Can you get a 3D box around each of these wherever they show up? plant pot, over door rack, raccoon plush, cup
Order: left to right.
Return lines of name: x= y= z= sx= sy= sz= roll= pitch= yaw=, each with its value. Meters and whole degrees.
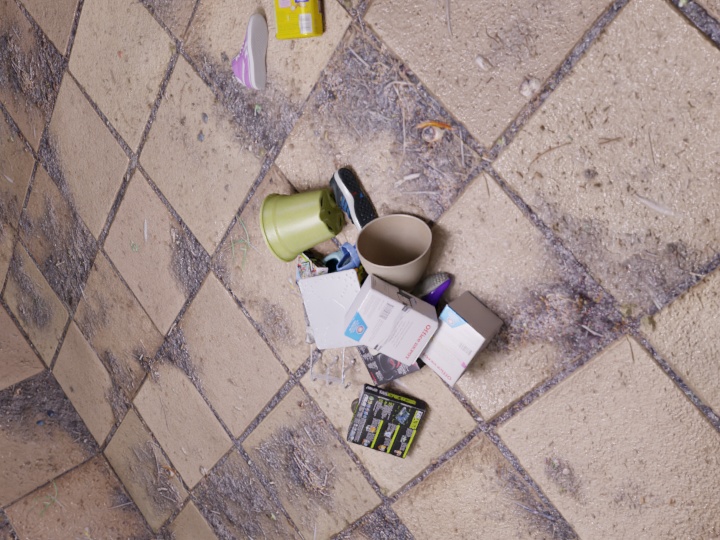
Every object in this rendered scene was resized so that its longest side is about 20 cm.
plant pot: x=-0.154 y=-0.142 z=1.702 sx=0.180 sy=0.200 sz=0.205 roll=-13 pitch=98 yaw=27
raccoon plush: x=-0.139 y=0.135 z=1.812 sx=0.200 sy=0.094 sz=0.138 roll=-131 pitch=50 yaw=-68
over door rack: x=-0.093 y=0.251 z=1.857 sx=0.145 sy=0.066 sz=0.206 roll=4 pitch=102 yaw=36
cup: x=0.094 y=-0.026 z=1.563 sx=0.197 sy=0.201 sz=0.145 roll=19 pitch=141 yaw=29

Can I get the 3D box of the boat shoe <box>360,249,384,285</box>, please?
boat shoe: x=0.000 y=0.000 z=1.696 sx=0.074 sy=0.074 sz=0.201 roll=49 pitch=121 yaw=19

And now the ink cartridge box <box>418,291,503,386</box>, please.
ink cartridge box: x=0.247 y=0.182 z=1.542 sx=0.128 sy=0.124 sz=0.202 roll=41 pitch=125 yaw=18

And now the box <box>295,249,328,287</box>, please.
box: x=-0.145 y=0.015 z=1.755 sx=0.200 sy=0.034 sz=0.113 roll=-142 pitch=55 yaw=-63

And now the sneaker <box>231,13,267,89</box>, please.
sneaker: x=-0.328 y=-0.634 z=1.726 sx=0.113 sy=0.072 sz=0.205 roll=24 pitch=118 yaw=31

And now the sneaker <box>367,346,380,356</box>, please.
sneaker: x=0.020 y=0.134 z=1.645 sx=0.070 sy=0.092 sz=0.204 roll=-30 pitch=48 yaw=37

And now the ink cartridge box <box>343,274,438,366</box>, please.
ink cartridge box: x=0.075 y=0.126 z=1.502 sx=0.197 sy=0.086 sz=0.148 roll=26 pitch=113 yaw=-14

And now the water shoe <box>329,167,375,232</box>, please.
water shoe: x=-0.021 y=-0.183 z=1.664 sx=0.079 sy=0.070 sz=0.204 roll=-32 pitch=79 yaw=57

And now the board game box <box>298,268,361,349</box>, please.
board game box: x=-0.061 y=0.105 z=1.618 sx=0.196 sy=0.026 sz=0.205 roll=-10 pitch=100 yaw=35

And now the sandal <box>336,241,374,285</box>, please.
sandal: x=-0.034 y=0.000 z=1.629 sx=0.079 sy=0.086 sz=0.205 roll=23 pitch=99 yaw=48

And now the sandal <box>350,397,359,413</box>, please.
sandal: x=0.047 y=0.424 z=1.816 sx=0.196 sy=0.054 sz=0.084 roll=-3 pitch=104 yaw=32

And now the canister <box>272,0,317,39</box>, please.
canister: x=-0.169 y=-0.718 z=1.570 sx=0.146 sy=0.086 sz=0.205 roll=9 pitch=112 yaw=34

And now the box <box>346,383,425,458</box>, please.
box: x=0.073 y=0.443 z=1.759 sx=0.188 sy=0.048 sz=0.204 roll=15 pitch=119 yaw=-3

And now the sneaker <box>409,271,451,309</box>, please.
sneaker: x=0.176 y=0.094 z=1.597 sx=0.199 sy=0.070 sz=0.099 roll=-41 pitch=109 yaw=16

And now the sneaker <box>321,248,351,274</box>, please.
sneaker: x=-0.103 y=-0.003 z=1.765 sx=0.200 sy=0.081 sz=0.075 roll=-42 pitch=79 yaw=38

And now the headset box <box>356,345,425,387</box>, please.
headset box: x=0.096 y=0.223 z=1.699 sx=0.198 sy=0.074 sz=0.151 roll=-30 pitch=86 yaw=39
